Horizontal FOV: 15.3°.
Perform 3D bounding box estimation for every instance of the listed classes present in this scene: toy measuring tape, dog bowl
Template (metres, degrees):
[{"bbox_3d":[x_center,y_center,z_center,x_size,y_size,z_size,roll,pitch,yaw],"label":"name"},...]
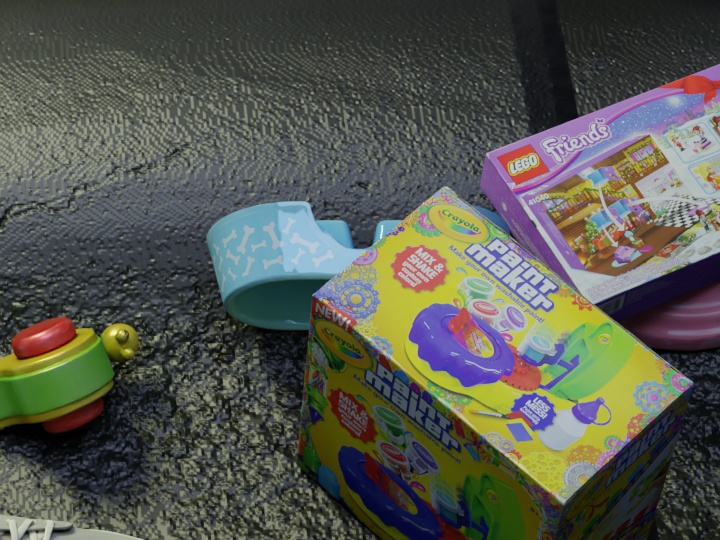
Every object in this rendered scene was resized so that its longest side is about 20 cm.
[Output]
[{"bbox_3d":[-0.222,0.081,1.674,0.199,0.074,0.074,-26,60,-25],"label":"toy measuring tape"},{"bbox_3d":[0.000,0.000,1.739,0.199,0.112,0.050,-1,67,-6],"label":"dog bowl"}]

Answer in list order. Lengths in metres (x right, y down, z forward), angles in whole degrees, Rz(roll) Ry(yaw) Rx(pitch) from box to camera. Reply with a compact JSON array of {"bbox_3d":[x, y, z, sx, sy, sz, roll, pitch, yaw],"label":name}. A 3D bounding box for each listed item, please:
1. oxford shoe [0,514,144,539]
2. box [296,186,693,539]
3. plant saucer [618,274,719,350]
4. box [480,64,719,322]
[{"bbox_3d":[-0.211,0.177,1.619,0.199,0.058,0.075,8,51,-2],"label":"oxford shoe"},{"bbox_3d":[0.076,0.094,1.621,0.200,0.193,0.122,39,60,22],"label":"box"},{"bbox_3d":[0.211,-0.040,1.821,0.199,0.051,0.201,2,54,-3],"label":"plant saucer"},{"bbox_3d":[0.198,-0.051,1.771,0.199,0.039,0.137,-21,59,-19],"label":"box"}]
